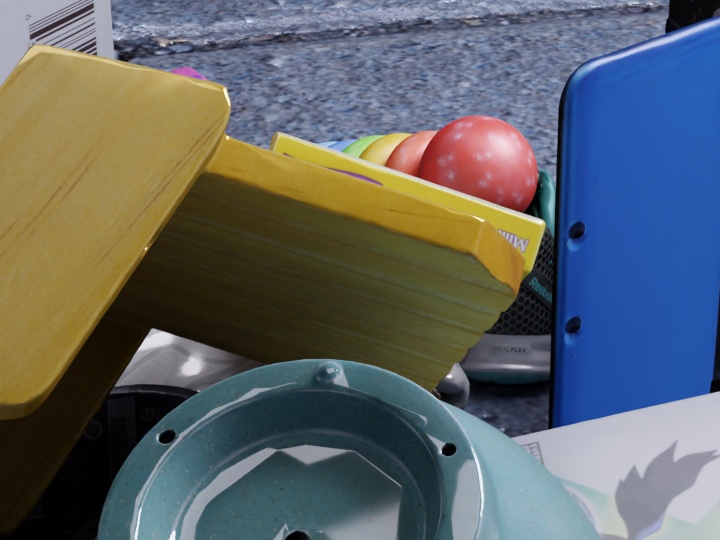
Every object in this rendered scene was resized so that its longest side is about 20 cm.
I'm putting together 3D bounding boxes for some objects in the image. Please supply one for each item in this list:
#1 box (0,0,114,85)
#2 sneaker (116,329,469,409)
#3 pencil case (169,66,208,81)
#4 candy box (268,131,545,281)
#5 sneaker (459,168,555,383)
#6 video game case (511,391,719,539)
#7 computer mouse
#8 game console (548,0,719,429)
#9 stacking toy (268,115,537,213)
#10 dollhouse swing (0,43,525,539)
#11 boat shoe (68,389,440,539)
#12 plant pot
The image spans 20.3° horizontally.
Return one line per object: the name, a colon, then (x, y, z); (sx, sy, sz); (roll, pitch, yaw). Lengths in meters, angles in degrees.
box: (-0.236, -0.096, 1.064); (0.131, 0.199, 0.200); (13, 30, 25)
sneaker: (-0.044, 0.056, 0.910); (0.200, 0.075, 0.081); (-12, 38, -22)
pencil case: (-0.158, -0.038, 0.892); (0.200, 0.088, 0.088); (-10, 28, -16)
candy box: (0.000, 0.000, 0.796); (0.102, 0.026, 0.200); (20, -16, -3)
sneaker: (0.081, -0.023, 1.037); (0.078, 0.091, 0.200); (0, 26, -1)
video game case: (0.126, 0.128, 0.698); (0.182, 0.022, 0.200); (-13, 47, 3)
computer mouse: (-0.153, 0.058, 0.841); (0.200, 0.140, 0.046); (-9, 3, -12)
game console: (0.125, -0.033, 0.934); (0.118, 0.200, 0.171); (-4, 26, -9)
stacking toy: (0.013, -0.032, 0.977); (0.085, 0.085, 0.200); (-19, 4, -32)
dollhouse swing: (-0.071, 0.043, 0.697); (0.176, 0.200, 0.182); (32, 67, -1)
boat shoe: (-0.033, 0.108, 0.808); (0.074, 0.076, 0.200); (27, 45, 34)
plant pot: (-0.009, 0.113, 0.639); (0.200, 0.134, 0.200); (-7, 48, 8)
